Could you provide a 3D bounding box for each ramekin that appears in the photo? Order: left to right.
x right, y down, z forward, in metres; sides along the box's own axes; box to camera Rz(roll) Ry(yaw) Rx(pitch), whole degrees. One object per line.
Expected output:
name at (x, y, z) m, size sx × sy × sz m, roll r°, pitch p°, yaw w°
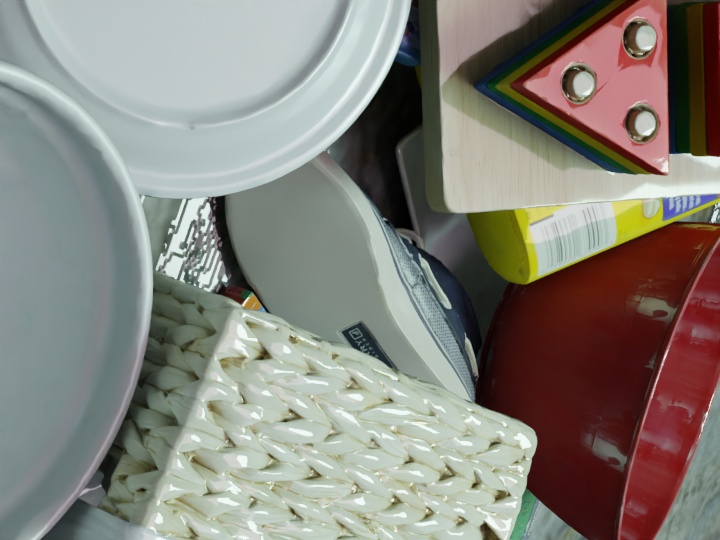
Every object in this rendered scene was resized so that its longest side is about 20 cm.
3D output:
ramekin at (-0.183, 0.012, 0.579) m, size 0.200 × 0.105 × 0.200 m, roll -22°, pitch 120°, yaw -44°

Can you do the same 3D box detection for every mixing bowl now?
mixing bowl at (0.133, 0.052, 0.905) m, size 0.200 × 0.108 × 0.200 m, roll -51°, pitch 151°, yaw -42°

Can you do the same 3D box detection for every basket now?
basket at (-0.038, 0.087, 0.701) m, size 0.200 × 0.136 × 0.124 m, roll 24°, pitch 85°, yaw -36°

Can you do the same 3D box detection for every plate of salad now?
plate of salad at (-0.074, -0.130, 0.667) m, size 0.200 × 0.048 × 0.200 m, roll -2°, pitch 96°, yaw -19°

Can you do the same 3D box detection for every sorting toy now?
sorting toy at (0.130, -0.131, 0.733) m, size 0.199 × 0.070 × 0.200 m, roll -5°, pitch 97°, yaw -23°

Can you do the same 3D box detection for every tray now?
tray at (0.067, -0.014, 0.924) m, size 0.107 × 0.022 × 0.200 m, roll -40°, pitch 131°, yaw -34°

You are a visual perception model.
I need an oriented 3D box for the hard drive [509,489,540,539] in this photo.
hard drive at (0.028, 0.157, 0.930) m, size 0.200 × 0.038 × 0.140 m, roll 24°, pitch 85°, yaw -50°

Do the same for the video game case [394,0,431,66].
video game case at (0.000, -0.211, 0.724) m, size 0.143 × 0.018 × 0.200 m, roll 23°, pitch 85°, yaw -19°

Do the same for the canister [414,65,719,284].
canister at (0.143, -0.093, 0.837) m, size 0.200 × 0.087 × 0.149 m, roll -22°, pitch 99°, yaw -12°

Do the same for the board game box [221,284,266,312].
board game box at (-0.094, 0.114, 0.786) m, size 0.200 × 0.019 × 0.103 m, roll -53°, pitch 139°, yaw -22°

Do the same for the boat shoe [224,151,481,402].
boat shoe at (0.000, 0.000, 0.828) m, size 0.200 × 0.075 × 0.093 m, roll 62°, pitch 23°, yaw -25°
